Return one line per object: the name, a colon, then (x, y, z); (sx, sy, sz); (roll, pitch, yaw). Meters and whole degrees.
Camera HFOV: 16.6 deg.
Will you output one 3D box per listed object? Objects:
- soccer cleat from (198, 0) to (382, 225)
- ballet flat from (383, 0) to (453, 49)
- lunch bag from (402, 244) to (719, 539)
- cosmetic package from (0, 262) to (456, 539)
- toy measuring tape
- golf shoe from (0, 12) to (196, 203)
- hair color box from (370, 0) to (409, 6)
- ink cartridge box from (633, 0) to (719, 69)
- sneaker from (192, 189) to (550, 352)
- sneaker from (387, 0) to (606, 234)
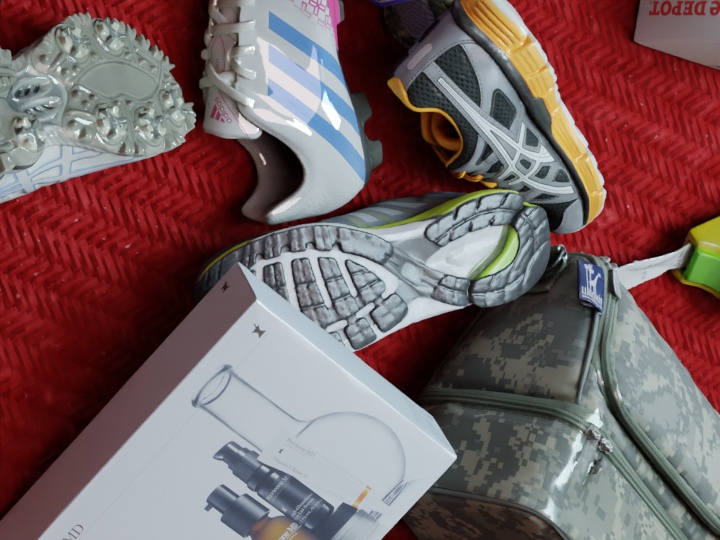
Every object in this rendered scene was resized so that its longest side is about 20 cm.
soccer cleat: (-0.052, -0.118, 1.281); (0.086, 0.070, 0.201); (-27, 109, -27)
ballet flat: (0.078, -0.211, 1.352); (0.072, 0.072, 0.202); (28, 80, -31)
lunch bag: (0.126, 0.106, 1.373); (0.200, 0.139, 0.168); (48, 58, -34)
cosmetic package: (-0.072, 0.117, 1.265); (0.151, 0.052, 0.200); (39, 99, -27)
toy measuring tape: (0.215, 0.008, 1.456); (0.199, 0.073, 0.074); (-22, 107, -31)
golf shoe: (-0.168, -0.071, 1.219); (0.199, 0.097, 0.079); (-13, 76, -54)
hair color box: (0.050, -0.245, 1.295); (0.065, 0.109, 0.201); (29, 73, -30)
ink cartridge box: (0.244, -0.217, 1.409); (0.084, 0.144, 0.202); (10, 90, -30)
sneaker: (0.000, 0.000, 1.321); (0.199, 0.081, 0.075); (-9, 100, -25)
sneaker: (0.074, -0.078, 1.346); (0.077, 0.078, 0.200); (-35, 140, 0)
